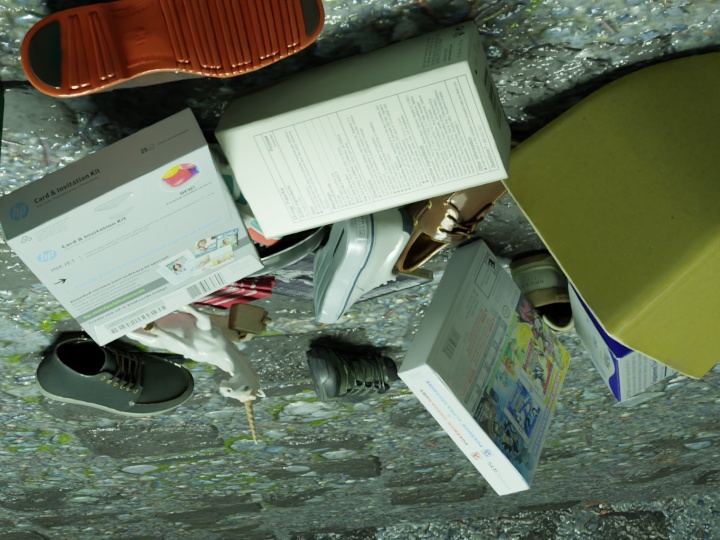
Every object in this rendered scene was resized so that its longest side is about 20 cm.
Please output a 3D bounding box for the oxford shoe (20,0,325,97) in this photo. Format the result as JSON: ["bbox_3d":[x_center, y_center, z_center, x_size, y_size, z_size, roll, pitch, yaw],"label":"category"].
[{"bbox_3d":[-0.123,-0.161,0.791,0.199,0.071,0.073,-8,-173,-2],"label":"oxford shoe"}]

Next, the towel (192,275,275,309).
[{"bbox_3d":[-0.201,0.010,1.193,0.199,0.023,0.145,11,167,-26],"label":"towel"}]

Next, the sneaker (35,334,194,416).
[{"bbox_3d":[-0.290,0.130,1.442,0.199,0.075,0.106,6,158,-25],"label":"sneaker"}]

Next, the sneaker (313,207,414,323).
[{"bbox_3d":[0.000,0.000,1.105,0.071,0.073,0.200,1,159,-14],"label":"sneaker"}]

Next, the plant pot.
[{"bbox_3d":[0.271,-0.059,0.969,0.200,0.195,0.195,-42,145,19],"label":"plant pot"}]

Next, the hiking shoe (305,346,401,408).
[{"bbox_3d":[-0.006,0.131,1.549,0.100,0.076,0.200,-19,166,10],"label":"hiking shoe"}]

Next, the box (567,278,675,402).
[{"bbox_3d":[0.332,0.030,1.245,0.200,0.105,0.184,-30,156,1],"label":"box"}]

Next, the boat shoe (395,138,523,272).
[{"bbox_3d":[0.088,-0.057,1.082,0.072,0.068,0.200,7,155,-31],"label":"boat shoe"}]

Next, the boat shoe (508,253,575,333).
[{"bbox_3d":[0.231,0.039,1.368,0.074,0.067,0.200,-19,155,30],"label":"boat shoe"}]

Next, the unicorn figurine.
[{"bbox_3d":[-0.175,0.069,1.160,0.200,0.074,0.137,33,174,41],"label":"unicorn figurine"}]

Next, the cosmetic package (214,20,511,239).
[{"bbox_3d":[0.004,-0.103,0.883,0.199,0.071,0.105,-12,122,17],"label":"cosmetic package"}]

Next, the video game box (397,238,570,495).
[{"bbox_3d":[0.135,0.097,1.219,0.047,0.200,0.182,-25,114,39],"label":"video game box"}]

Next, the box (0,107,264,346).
[{"bbox_3d":[-0.169,-0.025,0.903,0.156,0.041,0.200,-26,155,-4],"label":"box"}]

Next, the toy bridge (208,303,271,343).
[{"bbox_3d":[-0.155,0.061,1.261,0.067,0.027,0.200,15,165,-37],"label":"toy bridge"}]

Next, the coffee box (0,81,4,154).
[{"bbox_3d":[-0.271,-0.112,0.774,0.044,0.123,0.200,1,159,-9],"label":"coffee box"}]

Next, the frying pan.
[{"bbox_3d":[-0.116,-0.015,1.102,0.189,0.031,0.115,-16,-161,18],"label":"frying pan"}]

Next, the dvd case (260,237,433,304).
[{"bbox_3d":[-0.044,0.005,1.252,0.200,0.016,0.148,12,160,-40],"label":"dvd case"}]

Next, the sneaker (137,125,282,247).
[{"bbox_3d":[-0.101,-0.088,0.977,0.093,0.070,0.200,-35,147,19],"label":"sneaker"}]
